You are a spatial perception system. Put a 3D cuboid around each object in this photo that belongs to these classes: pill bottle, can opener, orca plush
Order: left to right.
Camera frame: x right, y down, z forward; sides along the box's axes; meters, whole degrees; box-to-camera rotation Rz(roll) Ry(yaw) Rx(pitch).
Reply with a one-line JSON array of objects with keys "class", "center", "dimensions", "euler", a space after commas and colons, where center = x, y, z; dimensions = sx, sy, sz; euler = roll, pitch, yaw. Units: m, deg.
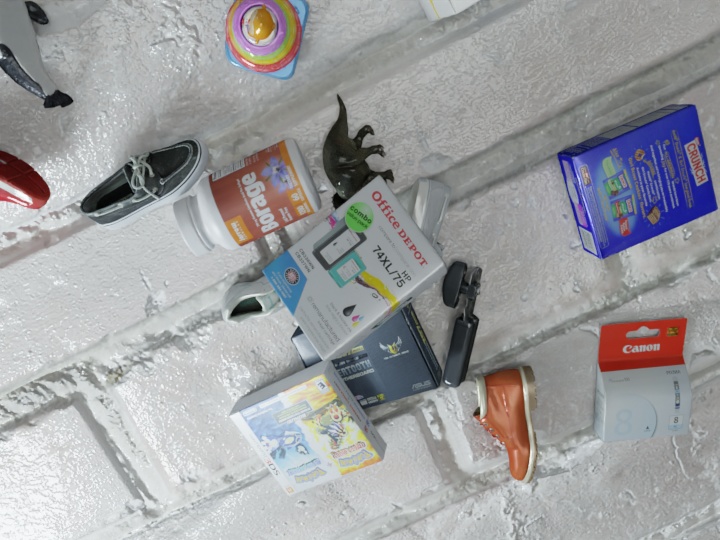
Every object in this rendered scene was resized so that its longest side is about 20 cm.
[{"class": "orca plush", "center": [-0.472, -0.308, 0.925], "dimensions": [0.201, 0.070, 0.106], "euler": [51, 51, -20]}, {"class": "pill bottle", "center": [-0.163, -0.100, 0.975], "dimensions": [0.197, 0.112, 0.114], "euler": [-25, 107, 2]}, {"class": "can opener", "center": [0.157, 0.086, 1.102], "dimensions": [0.066, 0.053, 0.205], "euler": [18, 107, 23]}]

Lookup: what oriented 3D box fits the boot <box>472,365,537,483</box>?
[{"class": "boot", "center": [0.244, 0.265, 1.146], "dimensions": [0.105, 0.075, 0.205], "euler": [-6, 98, 0]}]

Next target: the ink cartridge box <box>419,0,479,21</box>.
[{"class": "ink cartridge box", "center": [0.133, -0.415, 0.868], "dimensions": [0.127, 0.200, 0.127], "euler": [-30, 107, 3]}]

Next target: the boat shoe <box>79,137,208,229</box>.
[{"class": "boat shoe", "center": [-0.311, -0.132, 0.966], "dimensions": [0.196, 0.068, 0.075], "euler": [-26, 71, 8]}]

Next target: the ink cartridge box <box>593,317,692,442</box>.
[{"class": "ink cartridge box", "center": [0.487, 0.189, 1.156], "dimensions": [0.156, 0.047, 0.205], "euler": [-4, 108, -4]}]

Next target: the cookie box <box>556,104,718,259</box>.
[{"class": "cookie box", "center": [0.426, -0.137, 1.042], "dimensions": [0.196, 0.075, 0.174], "euler": [-22, 107, 1]}]

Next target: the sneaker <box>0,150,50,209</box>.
[{"class": "sneaker", "center": [-0.546, -0.114, 0.964], "dimensions": [0.197, 0.078, 0.117], "euler": [30, 110, 0]}]

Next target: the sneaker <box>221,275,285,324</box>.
[{"class": "sneaker", "center": [-0.123, 0.032, 1.036], "dimensions": [0.197, 0.080, 0.071], "euler": [-27, 105, 1]}]

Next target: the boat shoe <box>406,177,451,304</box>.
[{"class": "boat shoe", "center": [0.099, -0.039, 1.047], "dimensions": [0.067, 0.072, 0.205], "euler": [8, 96, -8]}]

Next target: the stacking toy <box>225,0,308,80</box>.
[{"class": "stacking toy", "center": [-0.127, -0.312, 0.872], "dimensions": [0.107, 0.200, 0.118], "euler": [14, 106, -10]}]

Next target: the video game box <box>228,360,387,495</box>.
[{"class": "video game box", "center": [-0.085, 0.258, 1.091], "dimensions": [0.197, 0.047, 0.184], "euler": [-27, 110, 23]}]

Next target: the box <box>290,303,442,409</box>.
[{"class": "box", "center": [0.010, 0.132, 1.060], "dimensions": [0.197, 0.051, 0.160], "euler": [-20, 107, 22]}]

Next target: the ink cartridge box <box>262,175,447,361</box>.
[{"class": "ink cartridge box", "center": [0.000, 0.000, 0.920], "dimensions": [0.199, 0.146, 0.148], "euler": [-38, 82, 5]}]

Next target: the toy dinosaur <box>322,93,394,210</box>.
[{"class": "toy dinosaur", "center": [-0.014, -0.153, 0.995], "dimensions": [0.100, 0.077, 0.204], "euler": [-21, 111, -10]}]
